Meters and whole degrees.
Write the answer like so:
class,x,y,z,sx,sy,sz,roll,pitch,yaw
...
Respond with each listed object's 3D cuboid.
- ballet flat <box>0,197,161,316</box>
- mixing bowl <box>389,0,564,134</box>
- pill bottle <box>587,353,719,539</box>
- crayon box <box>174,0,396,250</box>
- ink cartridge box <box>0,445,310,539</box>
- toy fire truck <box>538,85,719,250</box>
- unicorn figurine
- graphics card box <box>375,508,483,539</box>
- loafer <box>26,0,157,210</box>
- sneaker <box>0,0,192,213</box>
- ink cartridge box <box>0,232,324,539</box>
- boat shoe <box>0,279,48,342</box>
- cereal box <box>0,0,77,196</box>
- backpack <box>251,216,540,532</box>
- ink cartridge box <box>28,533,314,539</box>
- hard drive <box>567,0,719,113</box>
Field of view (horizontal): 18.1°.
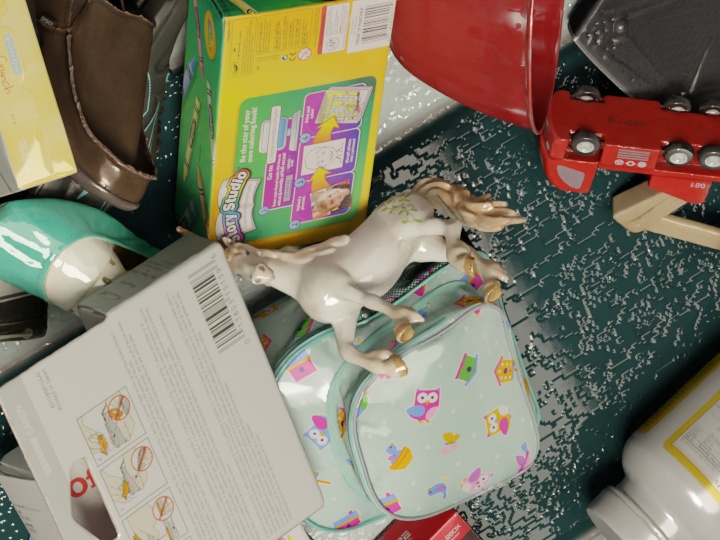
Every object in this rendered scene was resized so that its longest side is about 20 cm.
class,x,y,z,sx,sy,sz,roll,pitch,yaw
ballet flat,-0.156,0.006,1.428,0.067,0.070,0.200,-54,145,10
mixing bowl,0.072,-0.191,1.458,0.108,0.200,0.201,5,110,11
pill bottle,0.267,0.139,1.684,0.200,0.112,0.112,-42,120,-6
crayon box,-0.051,-0.104,1.447,0.118,0.058,0.201,-12,134,-22
ink cartridge box,-0.124,0.176,1.491,0.145,0.084,0.201,-35,106,-24
toy fire truck,0.220,-0.062,1.615,0.199,0.049,0.141,6,145,-3
unicorn figurine,0.000,0.000,1.455,0.199,0.137,0.074,-27,140,-34
graphics card box,0.073,0.271,1.683,0.125,0.051,0.200,-44,121,-5
loafer,-0.159,-0.130,1.347,0.071,0.201,0.073,-31,153,22
sneaker,-0.159,-0.106,1.437,0.079,0.075,0.200,26,102,-44
ink cartridge box,-0.127,0.106,1.395,0.173,0.043,0.201,-33,117,-26
boat shoe,-0.288,0.033,1.415,0.199,0.071,0.064,-8,110,-24
cereal box,-0.218,-0.113,1.301,0.039,0.200,0.145,-18,94,-17
backpack,0.014,0.084,1.534,0.199,0.153,0.176,-24,122,-9
ink cartridge box,-0.150,0.257,1.576,0.199,0.047,0.199,14,101,-30
hard drive,0.243,-0.165,1.613,0.200,0.042,0.135,33,92,-31
